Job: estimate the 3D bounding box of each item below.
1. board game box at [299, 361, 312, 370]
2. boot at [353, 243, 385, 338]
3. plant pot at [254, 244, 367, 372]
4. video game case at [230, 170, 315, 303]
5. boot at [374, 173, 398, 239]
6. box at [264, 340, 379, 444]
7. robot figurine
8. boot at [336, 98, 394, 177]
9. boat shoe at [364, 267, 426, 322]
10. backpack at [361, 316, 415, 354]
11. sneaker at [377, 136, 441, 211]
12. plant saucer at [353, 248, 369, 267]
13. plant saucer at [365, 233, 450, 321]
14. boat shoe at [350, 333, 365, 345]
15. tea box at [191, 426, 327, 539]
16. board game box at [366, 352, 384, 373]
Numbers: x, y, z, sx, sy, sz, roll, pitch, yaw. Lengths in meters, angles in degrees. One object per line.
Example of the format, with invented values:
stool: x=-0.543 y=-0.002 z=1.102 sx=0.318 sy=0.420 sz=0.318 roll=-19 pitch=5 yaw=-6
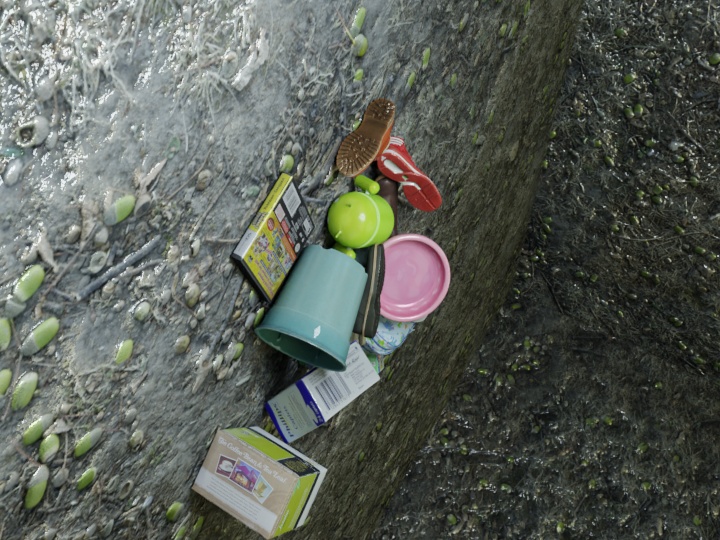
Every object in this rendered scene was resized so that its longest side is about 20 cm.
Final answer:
board game box: x=-0.096 y=0.115 z=1.726 sx=0.136 sy=0.034 sz=0.203 roll=-52 pitch=155 yaw=-37
boot: x=-0.022 y=0.035 z=1.615 sx=0.077 sy=0.135 sz=0.205 roll=-20 pitch=120 yaw=-74
plant pot: x=-0.084 y=0.071 z=1.502 sx=0.201 sy=0.196 sz=0.200 roll=68 pitch=42 yaw=-64
video game case: x=-0.156 y=-0.056 z=1.389 sx=0.183 sy=0.025 sz=0.201 roll=-61 pitch=161 yaw=-17
boot: x=0.071 y=-0.105 z=1.739 sx=0.071 sy=0.169 sz=0.202 roll=-9 pitch=143 yaw=-13
box: x=-0.087 y=0.268 z=1.652 sx=0.182 sy=0.106 sz=0.200 roll=-30 pitch=174 yaw=-41
robot figurine: x=0.002 y=-0.108 z=1.611 sx=0.199 sy=0.114 sz=0.179 roll=-8 pitch=121 yaw=-68
boot: x=0.015 y=-0.250 z=1.558 sx=0.202 sy=0.074 sz=0.108 roll=-57 pitch=164 yaw=-28
boat shoe: x=0.070 y=0.053 z=1.754 sx=0.071 sy=0.198 sz=0.064 roll=-52 pitch=-161 yaw=12
backpack: x=0.061 y=0.109 z=1.840 sx=0.201 sy=0.153 sz=0.163 roll=-50 pitch=116 yaw=-13
sneaker: x=0.117 y=-0.233 z=1.711 sx=0.200 sy=0.077 sz=0.117 roll=44 pitch=34 yaw=-32
plant saucer: x=0.000 y=0.000 z=1.793 sx=0.201 sy=0.038 sz=0.206 roll=16 pitch=89 yaw=-79
plant saucer: x=0.102 y=0.012 z=1.684 sx=0.051 sy=0.196 sz=0.205 roll=-118 pitch=-135 yaw=-69
boat shoe: x=-0.028 y=0.085 z=1.698 sx=0.075 sy=0.067 sz=0.205 roll=-124 pitch=-153 yaw=-63
tea box: x=-0.204 y=0.431 z=1.553 sx=0.136 sy=0.197 sz=0.196 roll=-64 pitch=159 yaw=-2
board game box: x=0.033 y=0.161 z=1.958 sx=0.135 sy=0.028 sz=0.206 roll=7 pitch=78 yaw=-83
